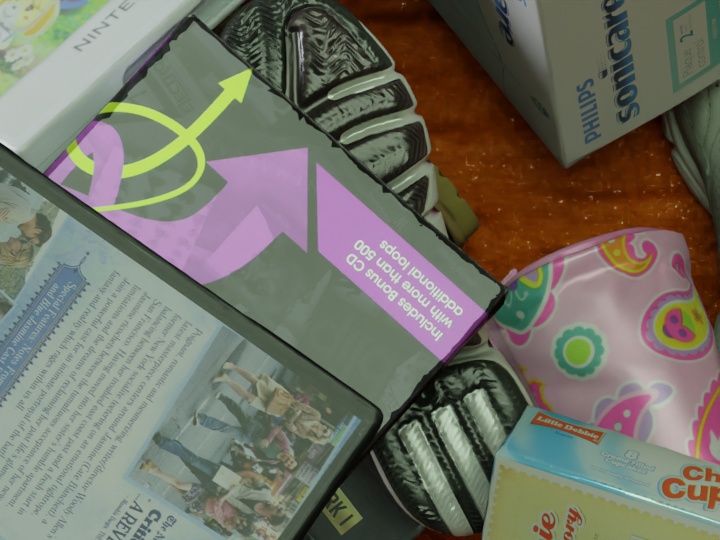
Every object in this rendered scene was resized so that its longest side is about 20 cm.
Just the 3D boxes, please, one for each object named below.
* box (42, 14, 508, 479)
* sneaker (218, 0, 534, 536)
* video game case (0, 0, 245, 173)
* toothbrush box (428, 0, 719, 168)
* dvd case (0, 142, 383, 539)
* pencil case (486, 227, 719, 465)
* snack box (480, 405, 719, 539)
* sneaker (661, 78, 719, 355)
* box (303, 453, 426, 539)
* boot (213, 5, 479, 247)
[{"bbox_3d":[-0.069,0.036,0.968,0.143,0.036,0.200,41,85,5],"label":"box"},{"bbox_3d":[0.000,0.000,1.052,0.076,0.116,0.200,-21,89,-2],"label":"sneaker"},{"bbox_3d":[-0.116,-0.128,1.077,0.182,0.022,0.200,-44,45,-19],"label":"video game case"},{"bbox_3d":[0.049,-0.160,1.082,0.085,0.146,0.200,-30,58,-9],"label":"toothbrush box"},{"bbox_3d":[-0.113,0.048,0.940,0.200,0.018,0.143,35,83,6],"label":"dvd case"},{"bbox_3d":[0.110,0.086,1.072,0.087,0.087,0.200,-17,77,-6],"label":"pencil case"},{"bbox_3d":[0.090,0.152,0.999,0.116,0.200,0.037,17,32,15],"label":"snack box"},{"bbox_3d":[0.162,-0.031,1.102,0.076,0.092,0.200,-8,74,-4],"label":"sneaker"},{"bbox_3d":[-0.097,0.061,1.050,0.158,0.051,0.200,-39,101,-3],"label":"box"},{"bbox_3d":[-0.080,0.002,1.104,0.175,0.066,0.200,38,86,-8],"label":"boot"}]
